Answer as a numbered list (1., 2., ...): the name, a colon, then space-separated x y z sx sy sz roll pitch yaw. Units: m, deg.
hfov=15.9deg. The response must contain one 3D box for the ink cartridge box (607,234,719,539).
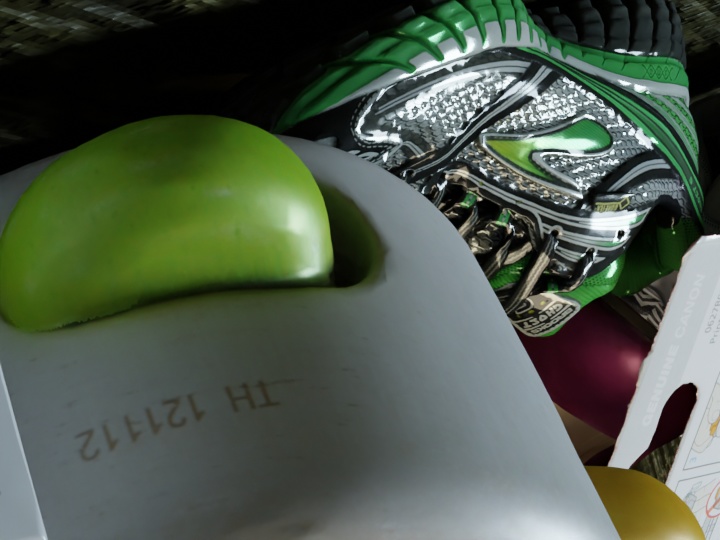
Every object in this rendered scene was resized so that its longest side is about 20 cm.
1. ink cartridge box: 0.124 0.045 0.794 0.200 0.161 0.050 -4 -150 -43

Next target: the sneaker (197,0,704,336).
1. sneaker: 0.034 -0.026 0.676 0.078 0.085 0.200 -24 169 40

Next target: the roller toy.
1. roller toy: -0.035 0.076 0.580 0.182 0.140 0.200 -40 138 16

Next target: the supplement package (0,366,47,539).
1. supplement package: -0.168 0.028 0.492 0.121 0.120 0.200 -8 169 -38

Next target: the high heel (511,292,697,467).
1. high heel: 0.055 0.060 0.828 0.096 0.067 0.200 -48 171 -8

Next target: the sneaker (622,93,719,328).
1. sneaker: 0.129 -0.024 0.950 0.075 0.115 0.200 -16 -154 -5
